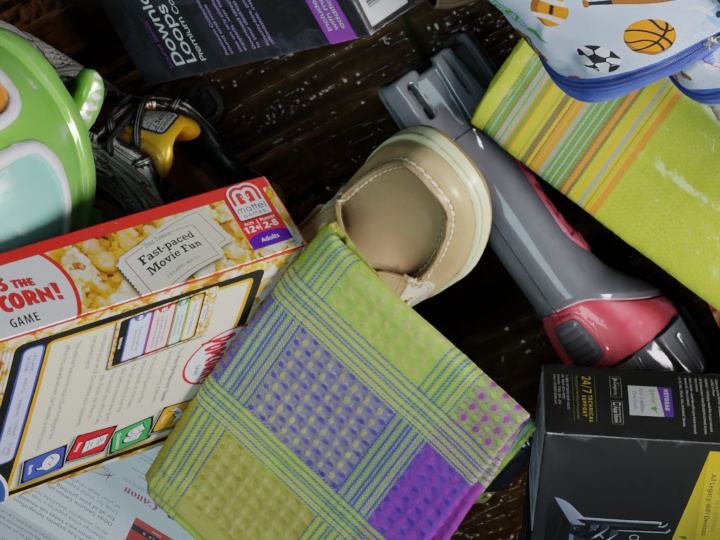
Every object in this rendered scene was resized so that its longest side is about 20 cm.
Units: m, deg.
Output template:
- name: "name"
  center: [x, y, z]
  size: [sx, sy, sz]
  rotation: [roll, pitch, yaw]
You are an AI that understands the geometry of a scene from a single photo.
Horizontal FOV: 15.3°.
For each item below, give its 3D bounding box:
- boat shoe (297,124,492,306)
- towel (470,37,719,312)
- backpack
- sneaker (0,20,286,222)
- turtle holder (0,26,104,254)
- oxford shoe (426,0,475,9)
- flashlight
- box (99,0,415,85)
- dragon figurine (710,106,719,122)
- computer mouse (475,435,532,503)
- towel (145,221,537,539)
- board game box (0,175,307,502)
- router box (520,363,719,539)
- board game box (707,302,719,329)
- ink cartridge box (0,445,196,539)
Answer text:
- name: "boat shoe"
  center: [0.000, 0.000, 1.279]
  size: [0.074, 0.066, 0.200]
  rotation: [47, 148, 6]
- name: "towel"
  center: [0.149, -0.040, 1.208]
  size: [0.200, 0.018, 0.086]
  rotation: [38, 122, 4]
- name: "backpack"
  center: [0.136, -0.162, 1.116]
  size: [0.190, 0.200, 0.154]
  rotation: [-23, 123, 20]
- name: "sneaker"
  center: [-0.119, -0.067, 1.323]
  size: [0.200, 0.078, 0.082]
  rotation: [33, 143, -7]
- name: "turtle holder"
  center: [-0.210, -0.027, 1.260]
  size: [0.141, 0.132, 0.186]
  rotation: [40, 128, -3]
- name: "oxford shoe"
  center: [0.005, -0.206, 1.195]
  size: [0.084, 0.073, 0.200]
  rotation: [-36, 98, -11]
- name: "flashlight"
  center: [0.089, -0.022, 1.281]
  size: [0.068, 0.068, 0.200]
  rotation: [-35, 96, -4]
- name: "box"
  center: [-0.073, -0.164, 1.236]
  size: [0.200, 0.036, 0.143]
  rotation: [-6, 117, 56]
- name: "dragon figurine"
  center: [0.245, -0.041, 1.144]
  size: [0.200, 0.099, 0.059]
  rotation: [26, 125, 31]
- name: "computer mouse"
  center: [0.106, 0.153, 1.334]
  size: [0.140, 0.046, 0.200]
  rotation: [24, 136, -10]
- name: "towel"
  center: [-0.014, 0.088, 1.268]
  size: [0.144, 0.023, 0.200]
  rotation: [42, 126, 12]
- name: "board game box"
  center: [-0.135, 0.043, 1.255]
  size: [0.046, 0.200, 0.152]
  rotation: [57, 146, 25]
- name: "router box"
  center: [0.154, 0.139, 1.262]
  size: [0.157, 0.052, 0.200]
  rotation: [4, 127, -1]
- name: "board game box"
  center: [0.257, -0.010, 1.222]
  size: [0.200, 0.057, 0.166]
  rotation: [-19, 109, 28]
- name: "ink cartridge box"
  center: [-0.130, 0.130, 1.421]
  size: [0.200, 0.084, 0.176]
  rotation: [31, 121, 5]
